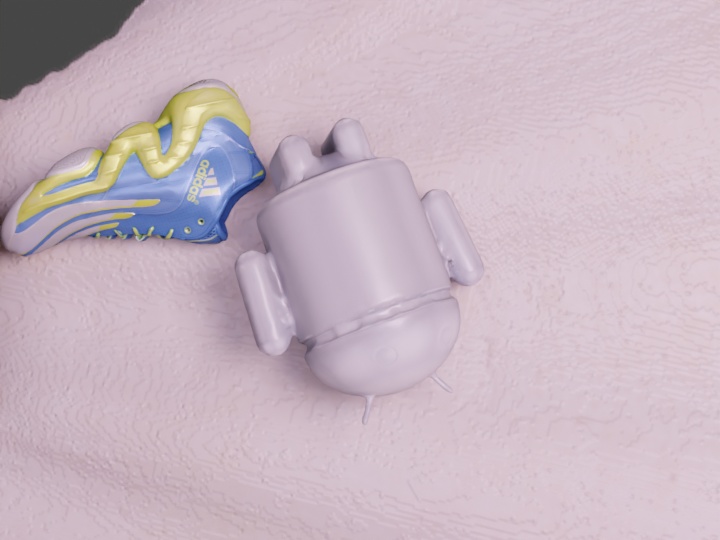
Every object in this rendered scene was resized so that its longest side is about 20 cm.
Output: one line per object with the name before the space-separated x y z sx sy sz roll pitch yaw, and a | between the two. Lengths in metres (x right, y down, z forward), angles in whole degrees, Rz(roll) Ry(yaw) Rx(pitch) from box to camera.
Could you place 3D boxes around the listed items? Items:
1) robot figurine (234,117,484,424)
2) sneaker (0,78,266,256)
robot figurine | 0.000 0.000 0.968 0.169 0.113 0.201 -18 84 -10
sneaker | -0.156 -0.047 1.005 0.200 0.076 0.105 -34 84 1
